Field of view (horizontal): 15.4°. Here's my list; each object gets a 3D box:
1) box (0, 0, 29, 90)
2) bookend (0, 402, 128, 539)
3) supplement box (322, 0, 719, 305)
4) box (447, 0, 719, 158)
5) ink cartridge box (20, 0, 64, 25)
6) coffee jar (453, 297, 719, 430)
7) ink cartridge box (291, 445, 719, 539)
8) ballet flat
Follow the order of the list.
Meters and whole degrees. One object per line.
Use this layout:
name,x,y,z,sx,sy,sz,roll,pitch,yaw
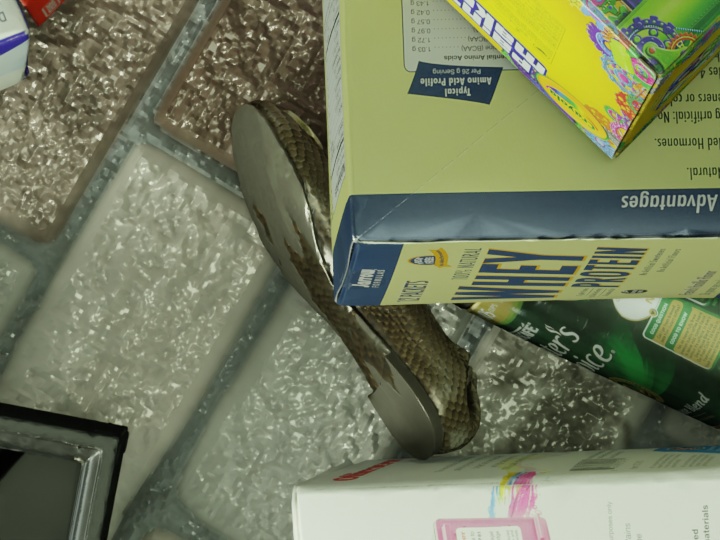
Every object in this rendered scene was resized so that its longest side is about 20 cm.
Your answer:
box,-0.273,-0.157,1.244,0.183,0.105,0.201,-22,85,-10
bookend,-0.226,0.155,1.269,0.198,0.092,0.200,12,89,-2
supplement box,0.084,-0.096,1.174,0.198,0.134,0.201,-1,79,-4
box,0.103,-0.192,1.064,0.193,0.122,0.200,-44,83,-11
ink cartridge box,-0.081,-0.170,1.224,0.044,0.200,0.174,42,88,-3
coffee jar,0.123,0.007,1.283,0.199,0.104,0.086,25,87,-2
ink cartridge box,0.080,0.129,1.235,0.198,0.144,0.085,-2,90,13
ballet flat,0.000,0.000,1.285,0.046,0.067,0.201,-24,70,-26
